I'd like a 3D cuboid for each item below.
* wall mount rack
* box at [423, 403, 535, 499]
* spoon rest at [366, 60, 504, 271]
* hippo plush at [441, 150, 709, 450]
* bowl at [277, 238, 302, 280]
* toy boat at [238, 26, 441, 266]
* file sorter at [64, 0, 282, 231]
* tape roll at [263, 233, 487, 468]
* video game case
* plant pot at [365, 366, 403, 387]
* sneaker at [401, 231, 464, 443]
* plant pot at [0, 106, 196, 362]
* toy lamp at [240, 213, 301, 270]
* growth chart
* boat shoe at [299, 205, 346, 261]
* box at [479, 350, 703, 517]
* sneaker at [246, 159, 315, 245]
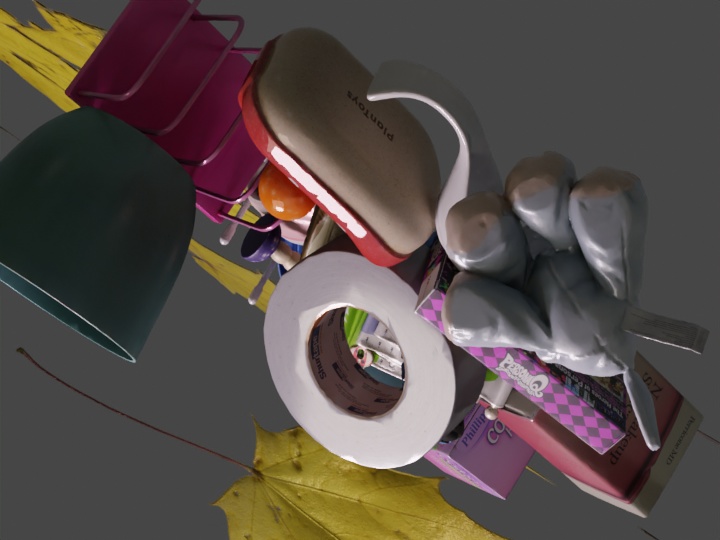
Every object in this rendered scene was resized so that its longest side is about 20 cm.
[{"bbox_3d":[-0.116,-0.075,1.296,0.201,0.073,0.176,71,-176,-55],"label":"wall mount rack"},{"bbox_3d":[0.155,0.170,1.486,0.096,0.177,0.200,37,170,-13],"label":"box"},{"bbox_3d":[0.075,-0.073,0.903,0.060,0.100,0.201,-6,135,33],"label":"spoon rest"},{"bbox_3d":[0.164,0.000,0.866,0.198,0.162,0.160,26,-168,16],"label":"hippo plush"},{"bbox_3d":[0.000,0.000,1.273,0.198,0.039,0.204,15,119,29],"label":"bowl"},{"bbox_3d":[-0.030,-0.083,0.944,0.200,0.132,0.130,42,130,-21],"label":"toy boat"},{"bbox_3d":[-0.133,-0.148,1.072,0.200,0.140,0.125,42,167,-34],"label":"file sorter"},{"bbox_3d":[0.011,0.069,1.047,0.199,0.203,0.066,32,-146,18],"label":"tape roll"},{"bbox_3d":[0.142,0.036,1.003,0.199,0.036,0.182,37,-149,-11],"label":"video game case"},{"bbox_3d":[0.048,0.110,1.685,0.199,0.136,0.200,34,171,6],"label":"plant pot"},{"bbox_3d":[0.085,0.066,1.095,0.081,0.204,0.071,7,-167,24],"label":"sneaker"},{"bbox_3d":[-0.238,-0.043,1.040,0.198,0.162,0.201,30,167,8],"label":"plant pot"},{"bbox_3d":[-0.030,0.021,1.191,0.199,0.059,0.058,35,171,-27],"label":"toy lamp"},{"bbox_3d":[0.071,0.058,1.146,0.197,0.147,0.018,18,-161,14],"label":"growth chart"},{"bbox_3d":[-0.002,-0.068,1.076,0.064,0.074,0.201,16,141,-11],"label":"boat shoe"},{"bbox_3d":[0.233,0.138,1.207,0.199,0.129,0.108,39,168,-28],"label":"box"},{"bbox_3d":[-0.029,-0.069,1.161,0.198,0.076,0.105,4,154,37],"label":"sneaker"}]
